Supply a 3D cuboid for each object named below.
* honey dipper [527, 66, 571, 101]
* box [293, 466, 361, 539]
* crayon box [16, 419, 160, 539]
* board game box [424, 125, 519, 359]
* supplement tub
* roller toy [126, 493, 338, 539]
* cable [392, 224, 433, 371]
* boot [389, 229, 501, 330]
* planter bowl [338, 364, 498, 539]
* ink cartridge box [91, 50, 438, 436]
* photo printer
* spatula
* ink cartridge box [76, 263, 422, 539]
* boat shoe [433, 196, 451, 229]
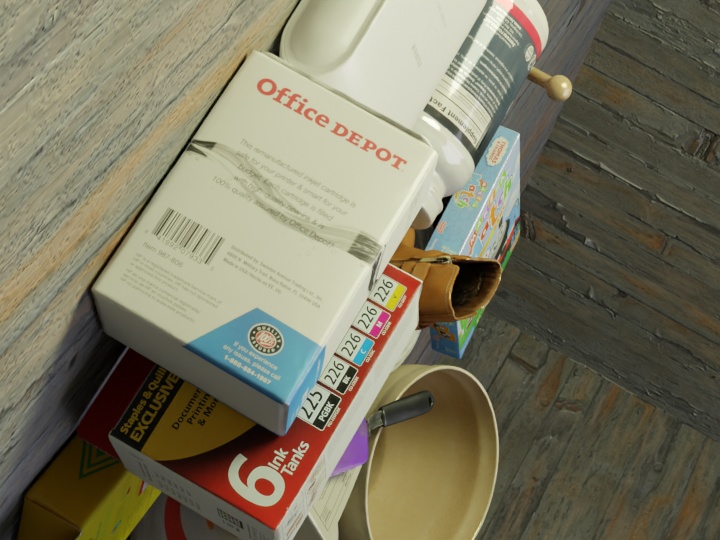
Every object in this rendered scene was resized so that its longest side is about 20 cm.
[{"bbox_3d":[0.116,-0.192,1.414,0.038,0.200,0.038,-22,130,-29],"label":"honey dipper"},{"bbox_3d":[-0.078,0.128,1.298,0.095,0.077,0.201,-64,142,-37],"label":"box"},{"bbox_3d":[-0.194,0.167,1.163,0.200,0.050,0.128,-54,169,-46],"label":"crayon box"},{"bbox_3d":[0.107,-0.024,1.512,0.152,0.036,0.200,-62,163,-21],"label":"board game box"},{"bbox_3d":[0.053,-0.151,1.311,0.201,0.139,0.140,-59,172,-12],"label":"supplement tub"},{"bbox_3d":[-0.114,0.240,1.423,0.201,0.182,0.140,-54,175,-32],"label":"roller toy"},{"bbox_3d":[0.000,0.000,1.453,0.200,0.069,0.202,-41,124,-50],"label":"cable"},{"bbox_3d":[0.045,-0.002,1.313,0.200,0.154,0.077,-41,115,-55],"label":"boot"},{"bbox_3d":[0.020,0.181,1.516,0.199,0.134,0.203,-10,103,-49],"label":"planter bowl"},{"bbox_3d":[-0.059,-0.019,1.039,0.201,0.144,0.084,-58,172,-20],"label":"ink cartridge box"},{"bbox_3d":[0.017,-0.177,1.162,0.201,0.069,0.167,-59,158,-14],"label":"photo printer"},{"bbox_3d":[0.015,0.128,1.363,0.200,0.020,0.057,-16,100,-61],"label":"spatula"},{"bbox_3d":[-0.080,0.063,1.098,0.201,0.174,0.084,-59,168,-20],"label":"ink cartridge box"},{"bbox_3d":[0.069,-0.083,1.549,0.072,0.067,0.202,-23,121,-57],"label":"boat shoe"}]
